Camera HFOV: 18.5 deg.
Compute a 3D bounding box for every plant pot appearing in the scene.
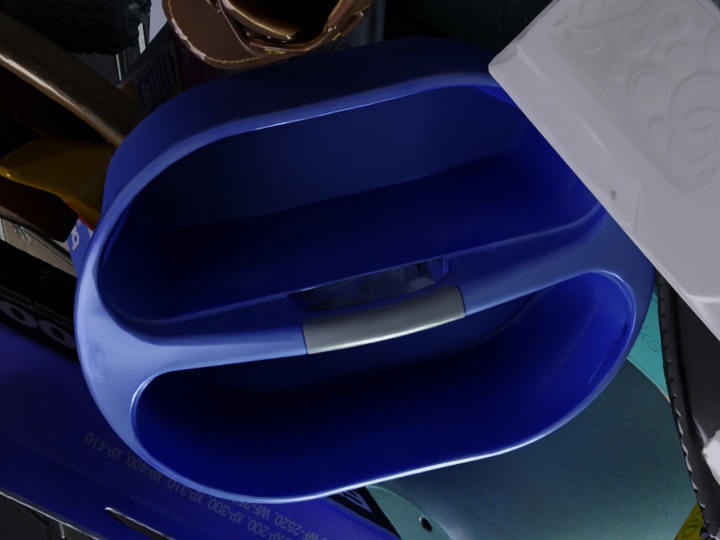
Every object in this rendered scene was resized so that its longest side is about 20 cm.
[{"bbox_3d":[0.068,0.088,0.948,0.200,0.135,0.200,35,146,29],"label":"plant pot"}]

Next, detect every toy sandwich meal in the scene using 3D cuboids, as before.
[{"bbox_3d":[-0.139,-0.043,0.873,0.205,0.070,0.205,32,169,7],"label":"toy sandwich meal"}]

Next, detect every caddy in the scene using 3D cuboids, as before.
[{"bbox_3d":[0.000,0.000,0.762,0.105,0.200,0.141,-115,12,-66],"label":"caddy"}]

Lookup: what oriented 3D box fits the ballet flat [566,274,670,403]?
[{"bbox_3d":[0.155,0.045,0.856,0.067,0.062,0.200,-19,115,45],"label":"ballet flat"}]

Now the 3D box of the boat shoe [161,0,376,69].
[{"bbox_3d":[-0.025,-0.104,0.701,0.072,0.068,0.200,49,155,-9],"label":"boat shoe"}]

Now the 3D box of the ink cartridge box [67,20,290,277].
[{"bbox_3d":[-0.086,-0.027,0.991,0.200,0.042,0.119,-45,56,49],"label":"ink cartridge box"}]

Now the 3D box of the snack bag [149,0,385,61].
[{"bbox_3d":[-0.053,-0.050,0.993,0.200,0.021,0.189,15,104,55],"label":"snack bag"}]

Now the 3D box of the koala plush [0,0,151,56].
[{"bbox_3d":[-0.039,-0.178,0.826,0.200,0.184,0.177,17,150,18],"label":"koala plush"}]

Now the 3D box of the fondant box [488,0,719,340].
[{"bbox_3d":[0.131,-0.008,0.614,0.144,0.058,0.200,51,-164,20],"label":"fondant box"}]

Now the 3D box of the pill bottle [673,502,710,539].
[{"bbox_3d":[0.130,0.156,0.765,0.104,0.200,0.104,31,162,11],"label":"pill bottle"}]

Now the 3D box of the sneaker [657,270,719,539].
[{"bbox_3d":[0.151,0.074,0.702,0.074,0.088,0.200,50,-157,-69],"label":"sneaker"}]

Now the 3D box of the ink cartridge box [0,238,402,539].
[{"bbox_3d":[-0.081,0.060,0.847,0.198,0.043,0.200,30,-171,-25],"label":"ink cartridge box"}]
